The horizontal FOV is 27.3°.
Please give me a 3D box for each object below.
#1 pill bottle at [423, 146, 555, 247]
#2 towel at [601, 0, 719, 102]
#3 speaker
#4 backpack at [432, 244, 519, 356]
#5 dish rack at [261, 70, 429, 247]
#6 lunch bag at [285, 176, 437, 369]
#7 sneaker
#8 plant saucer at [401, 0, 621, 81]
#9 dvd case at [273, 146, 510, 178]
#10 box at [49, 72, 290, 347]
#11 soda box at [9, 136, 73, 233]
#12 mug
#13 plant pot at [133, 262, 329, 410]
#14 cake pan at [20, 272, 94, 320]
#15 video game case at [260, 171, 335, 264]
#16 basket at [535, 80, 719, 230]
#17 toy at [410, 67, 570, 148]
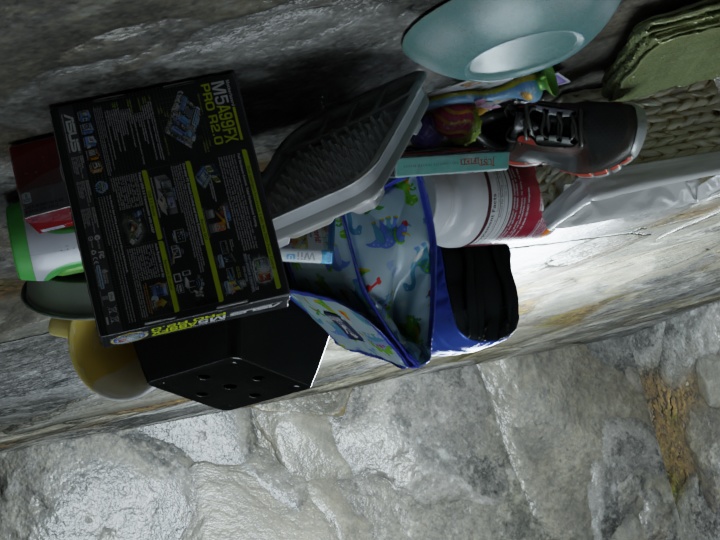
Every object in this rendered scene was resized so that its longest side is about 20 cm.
[{"bbox_3d":[0.130,-0.084,1.680,0.200,0.113,0.113,-4,166,-40],"label":"pill bottle"},{"bbox_3d":[0.317,-0.219,1.436,0.148,0.037,0.200,-14,168,-6],"label":"towel"},{"bbox_3d":[-0.241,-0.044,1.458,0.199,0.089,0.088,-11,169,-10],"label":"speaker"},{"bbox_3d":[0.112,0.012,1.914,0.162,0.201,0.168,-5,166,-43],"label":"backpack"},{"bbox_3d":[-0.021,-0.092,1.325,0.171,0.044,0.200,-21,-155,32],"label":"dish rack"},{"bbox_3d":[0.000,0.000,1.566,0.127,0.201,0.170,-21,-165,-24],"label":"lunch bag"},{"bbox_3d":[0.194,-0.137,1.505,0.200,0.077,0.082,-2,170,44],"label":"sneaker"},{"bbox_3d":[0.136,-0.201,1.277,0.200,0.039,0.201,-14,169,-3],"label":"plant saucer"},{"bbox_3d":[0.028,-0.109,1.471,0.146,0.022,0.200,-7,-170,-38],"label":"dvd case"},{"bbox_3d":[-0.158,-0.051,1.225,0.160,0.201,0.044,-13,168,-11],"label":"box"},{"bbox_3d":[-0.200,-0.093,1.306,0.199,0.070,0.063,-13,169,-2],"label":"soda box"},{"bbox_3d":[-0.300,0.077,1.984,0.150,0.186,0.153,-52,166,16],"label":"mug"},{"bbox_3d":[-0.147,0.048,1.669,0.200,0.178,0.199,-17,152,33],"label":"plant pot"},{"bbox_3d":[-0.253,-0.007,1.529,0.199,0.037,0.200,-5,-157,2],"label":"cake pan"},{"bbox_3d":[-0.123,-0.053,1.376,0.199,0.018,0.143,3,-149,-1],"label":"video game case"},{"bbox_3d":[0.296,-0.132,1.618,0.199,0.124,0.136,-12,169,-17],"label":"basket"},{"bbox_3d":[0.101,-0.152,1.462,0.199,0.047,0.115,-19,167,24],"label":"toy"}]
